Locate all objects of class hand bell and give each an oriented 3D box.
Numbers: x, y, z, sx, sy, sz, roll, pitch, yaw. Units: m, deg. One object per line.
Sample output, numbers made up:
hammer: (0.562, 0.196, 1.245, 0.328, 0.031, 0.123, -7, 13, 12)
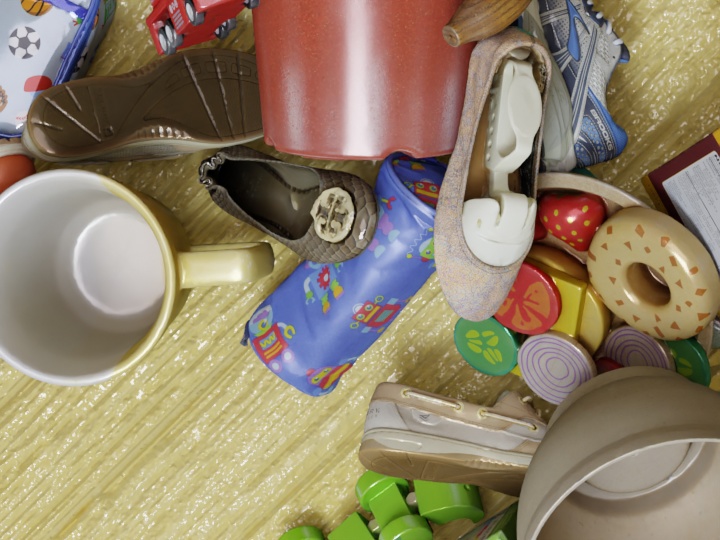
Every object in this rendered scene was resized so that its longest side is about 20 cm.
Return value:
hand bell: (0.129, -0.208, 1.639, 0.200, 0.104, 0.104, -36, 86, -29)

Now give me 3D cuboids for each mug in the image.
mug: (-0.171, 0.009, 1.735, 0.186, 0.153, 0.150, 28, 98, 7)

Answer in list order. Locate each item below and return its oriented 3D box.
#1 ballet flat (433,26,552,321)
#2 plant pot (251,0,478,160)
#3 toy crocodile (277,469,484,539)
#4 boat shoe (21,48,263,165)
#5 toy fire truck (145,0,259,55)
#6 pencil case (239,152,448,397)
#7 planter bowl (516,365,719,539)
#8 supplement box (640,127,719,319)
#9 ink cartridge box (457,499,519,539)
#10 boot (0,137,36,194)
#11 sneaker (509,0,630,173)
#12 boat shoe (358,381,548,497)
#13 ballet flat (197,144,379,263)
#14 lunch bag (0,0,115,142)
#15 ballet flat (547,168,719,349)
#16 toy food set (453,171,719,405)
ballet flat: (0.092, -0.065, 1.620, 0.068, 0.067, 0.200, 4, 90, -23)
plant pot: (0.005, -0.183, 1.680, 0.200, 0.201, 0.196, 3, 102, 10)
toy crocodile: (-0.002, 0.206, 1.767, 0.200, 0.062, 0.068, -37, 48, 9)
boat shoe: (-0.145, -0.112, 1.745, 0.200, 0.065, 0.072, -11, 83, -18)
toy fire truck: (-0.133, -0.226, 1.689, 0.049, 0.200, 0.141, -20, 88, -17)
pencil case: (0.000, 0.000, 1.718, 0.200, 0.078, 0.087, -49, 47, 30)
planter bowl: (0.192, 0.149, 1.620, 0.200, 0.135, 0.201, -5, 125, -7)
supplement box: (0.321, -0.066, 1.588, 0.197, 0.200, 0.133, -29, 88, -10)
ink cartridge box: (0.045, 0.253, 1.713, 0.200, 0.148, 0.076, -33, 88, 11)
boot: (-0.281, -0.001, 1.771, 0.107, 0.075, 0.200, 51, 118, 30)
sneaker: (0.142, -0.162, 1.714, 0.085, 0.077, 0.200, -5, 79, -17)
boat shoe: (0.100, 0.117, 1.725, 0.200, 0.074, 0.069, 10, 66, -11)
ballet flat: (-0.056, -0.052, 1.704, 0.200, 0.046, 0.068, 26, 94, 52)
lunch bag: (-0.289, -0.193, 1.786, 0.200, 0.076, 0.161, 26, 96, 7)
ballet flat: (0.201, 0.007, 1.716, 0.200, 0.069, 0.071, 38, 117, 7)
toy food set: (0.156, 0.023, 1.686, 0.200, 0.049, 0.198, 22, 131, 21)
